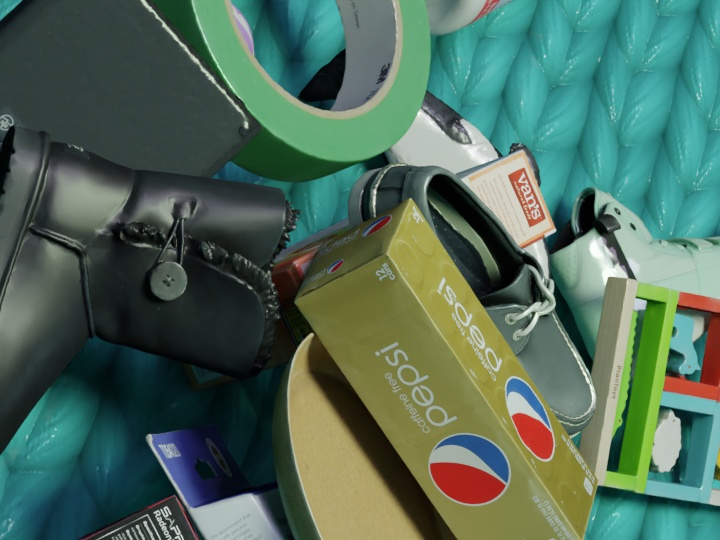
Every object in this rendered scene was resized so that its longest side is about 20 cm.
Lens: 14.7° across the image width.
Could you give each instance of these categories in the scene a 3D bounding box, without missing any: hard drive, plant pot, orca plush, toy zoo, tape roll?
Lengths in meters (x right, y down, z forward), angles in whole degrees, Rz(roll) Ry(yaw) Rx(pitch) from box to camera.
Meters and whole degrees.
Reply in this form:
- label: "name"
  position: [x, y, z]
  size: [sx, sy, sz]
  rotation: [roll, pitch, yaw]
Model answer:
- label: "hard drive"
  position: [-0.170, -0.061, 1.511]
  size: [0.200, 0.033, 0.140]
  rotation: [-43, 109, -2]
- label: "plant pot"
  position: [0.009, 0.128, 1.482]
  size: [0.200, 0.027, 0.201]
  rotation: [47, 28, -34]
- label: "orca plush"
  position: [0.044, -0.057, 1.776]
  size: [0.199, 0.071, 0.106]
  rotation: [35, 93, -4]
- label: "toy zoo"
  position: [0.223, 0.084, 1.797]
  size: [0.199, 0.020, 0.132]
  rotation: [11, 88, -40]
- label: "tape roll"
  position: [-0.043, -0.154, 1.648]
  size: [0.200, 0.048, 0.202]
  rotation: [18, 64, -41]

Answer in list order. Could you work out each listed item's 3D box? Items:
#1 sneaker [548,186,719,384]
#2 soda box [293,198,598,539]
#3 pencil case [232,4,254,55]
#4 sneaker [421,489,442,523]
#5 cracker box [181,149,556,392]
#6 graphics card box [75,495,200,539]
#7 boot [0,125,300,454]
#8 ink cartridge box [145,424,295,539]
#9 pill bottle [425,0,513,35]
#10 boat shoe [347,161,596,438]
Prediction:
- label: "sneaker"
  position: [0.204, -0.019, 1.847]
  size: [0.200, 0.074, 0.119]
  rotation: [-35, 96, -41]
- label: "soda box"
  position: [0.048, 0.066, 1.510]
  size: [0.201, 0.064, 0.068]
  rotation: [55, 26, -17]
- label: "pencil case"
  position: [-0.144, -0.096, 1.623]
  size: [0.085, 0.084, 0.200]
  rotation: [26, 41, 21]
- label: "sneaker"
  position: [0.089, 0.126, 1.645]
  size: [0.199, 0.115, 0.075]
  rotation: [-20, 82, -46]
- label: "cracker box"
  position: [0.000, 0.000, 1.629]
  size: [0.199, 0.134, 0.058]
  rotation: [-27, 95, -40]
- label: "graphics card box"
  position: [-0.184, 0.182, 1.397]
  size: [0.199, 0.125, 0.051]
  rotation: [-26, 88, -43]
- label: "boot"
  position: [-0.131, 0.035, 1.484]
  size: [0.167, 0.076, 0.202]
  rotation: [16, 91, -14]
- label: "ink cartridge box"
  position: [-0.032, 0.162, 1.508]
  size: [0.201, 0.043, 0.196]
  rotation: [60, 6, 4]
- label: "pill bottle"
  position: [0.094, -0.236, 1.865]
  size: [0.200, 0.109, 0.109]
  rotation: [-31, 86, -43]
- label: "boat shoe"
  position: [0.074, 0.019, 1.556]
  size: [0.200, 0.062, 0.073]
  rotation: [50, 53, -19]
